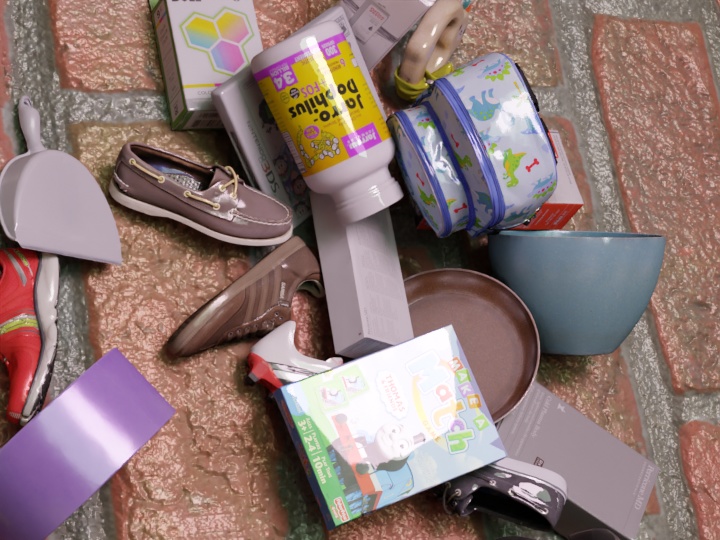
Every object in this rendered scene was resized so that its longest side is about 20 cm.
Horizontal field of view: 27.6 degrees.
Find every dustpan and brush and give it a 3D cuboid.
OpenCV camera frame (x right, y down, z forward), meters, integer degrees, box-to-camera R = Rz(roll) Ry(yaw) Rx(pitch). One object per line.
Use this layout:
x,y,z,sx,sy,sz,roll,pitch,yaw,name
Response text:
-0.321,-0.098,1.501,0.140,0.057,0.200,12,62,-48,dustpan and brush

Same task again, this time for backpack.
0.119,-0.124,1.546,0.147,0.200,0.183,-24,87,-10,backpack

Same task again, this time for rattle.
0.135,-0.268,1.733,0.143,0.130,0.200,16,42,25,rattle

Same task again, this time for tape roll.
-0.270,0.168,1.340,0.085,0.200,0.200,47,58,-2,tape roll

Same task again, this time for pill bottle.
-0.029,-0.152,1.535,0.104,0.104,0.200,-31,98,-31,pill bottle

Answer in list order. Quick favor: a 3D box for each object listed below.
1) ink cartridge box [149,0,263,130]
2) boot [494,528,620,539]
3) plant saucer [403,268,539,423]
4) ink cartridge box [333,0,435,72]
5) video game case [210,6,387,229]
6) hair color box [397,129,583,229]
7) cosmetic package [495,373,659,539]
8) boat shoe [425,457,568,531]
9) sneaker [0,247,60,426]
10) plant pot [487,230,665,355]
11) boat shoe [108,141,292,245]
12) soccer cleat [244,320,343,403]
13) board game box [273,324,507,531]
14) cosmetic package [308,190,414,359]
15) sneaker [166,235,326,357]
-0.170,-0.258,1.634,0.104,0.059,0.200,-4,73,-27,ink cartridge box
0.239,0.337,1.576,0.174,0.200,0.069,36,49,-47,boot
0.095,0.092,1.601,0.200,0.032,0.200,-3,63,5,plant saucer
0.040,-0.325,1.679,0.083,0.200,0.147,39,59,-8,ink cartridge box
-0.058,-0.166,1.625,0.200,0.024,0.182,-41,121,-32,video game case
0.151,-0.109,1.719,0.200,0.064,0.111,-1,60,-25,hair color box
0.221,0.218,1.625,0.200,0.090,0.107,31,58,-8,cosmetic package
0.117,0.232,1.546,0.200,0.070,0.066,16,48,3,boat shoe
-0.339,0.064,1.422,0.085,0.077,0.200,5,52,-17,sneaker
0.243,0.025,1.664,0.200,0.200,0.135,-1,93,-26,plant pot
-0.162,-0.082,1.546,0.200,0.060,0.072,17,36,-7,boat shoe
-0.032,0.138,1.537,0.200,0.069,0.085,43,77,-4,soccer cleat
0.032,0.158,1.498,0.200,0.037,0.151,-19,79,-21,board game box
0.000,0.000,1.591,0.083,0.051,0.200,20,51,-44,cosmetic package
-0.112,0.042,1.542,0.200,0.070,0.076,-40,94,-31,sneaker
